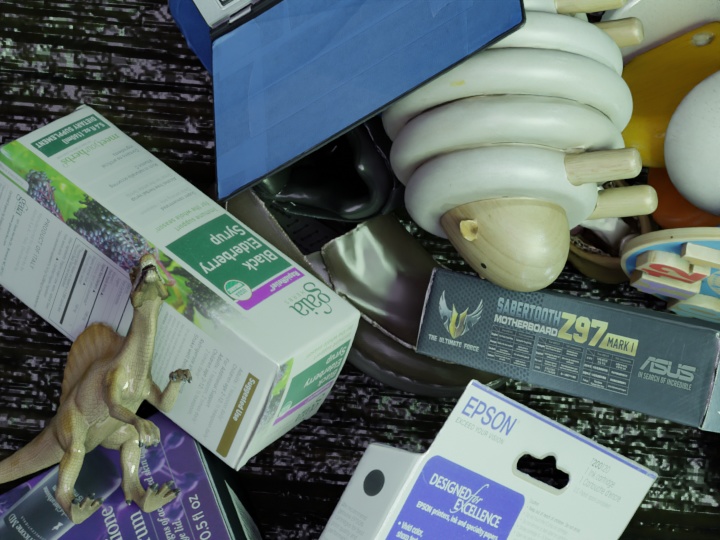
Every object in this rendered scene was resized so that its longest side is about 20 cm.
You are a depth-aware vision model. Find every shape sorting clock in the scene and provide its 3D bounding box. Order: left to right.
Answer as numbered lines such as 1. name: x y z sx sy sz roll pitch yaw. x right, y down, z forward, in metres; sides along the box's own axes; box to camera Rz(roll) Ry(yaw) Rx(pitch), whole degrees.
1. shape sorting clock: 0.230 0.015 1.327 0.199 0.200 0.039 17 77 4

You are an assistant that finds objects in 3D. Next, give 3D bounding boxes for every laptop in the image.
1. laptop: -0.032 -0.175 1.282 0.187 0.116 0.201 -29 97 23

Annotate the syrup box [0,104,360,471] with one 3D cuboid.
1. syrup box: -0.106 0.007 1.373 0.200 0.079 0.082 36 127 17

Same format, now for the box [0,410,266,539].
1. box: -0.141 0.190 1.362 0.199 0.104 0.148 -28 47 1

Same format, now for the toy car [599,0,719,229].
1. toy car: 0.230 -0.089 1.364 0.199 0.175 0.150 -29 122 2

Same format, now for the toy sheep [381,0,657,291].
1. toy sheep: 0.075 -0.085 1.291 0.137 0.138 0.201 -3 68 3

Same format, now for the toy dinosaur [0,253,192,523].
1. toy dinosaur: -0.138 0.080 1.337 0.200 0.058 0.101 -47 51 28

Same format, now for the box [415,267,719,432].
1. box: 0.151 0.046 1.307 0.199 0.157 0.051 13 92 47

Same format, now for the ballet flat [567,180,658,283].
1. ballet flat: 0.087 -0.073 1.405 0.200 0.063 0.069 41 91 3

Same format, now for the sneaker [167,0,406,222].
1. sneaker: -0.043 -0.097 1.370 0.200 0.111 0.077 38 123 16

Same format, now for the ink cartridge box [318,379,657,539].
1. ink cartridge box: 0.049 0.161 1.346 0.043 0.198 0.201 31 91 40

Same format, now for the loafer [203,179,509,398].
1. loafer: 0.000 0.000 1.392 0.199 0.072 0.073 27 47 4
